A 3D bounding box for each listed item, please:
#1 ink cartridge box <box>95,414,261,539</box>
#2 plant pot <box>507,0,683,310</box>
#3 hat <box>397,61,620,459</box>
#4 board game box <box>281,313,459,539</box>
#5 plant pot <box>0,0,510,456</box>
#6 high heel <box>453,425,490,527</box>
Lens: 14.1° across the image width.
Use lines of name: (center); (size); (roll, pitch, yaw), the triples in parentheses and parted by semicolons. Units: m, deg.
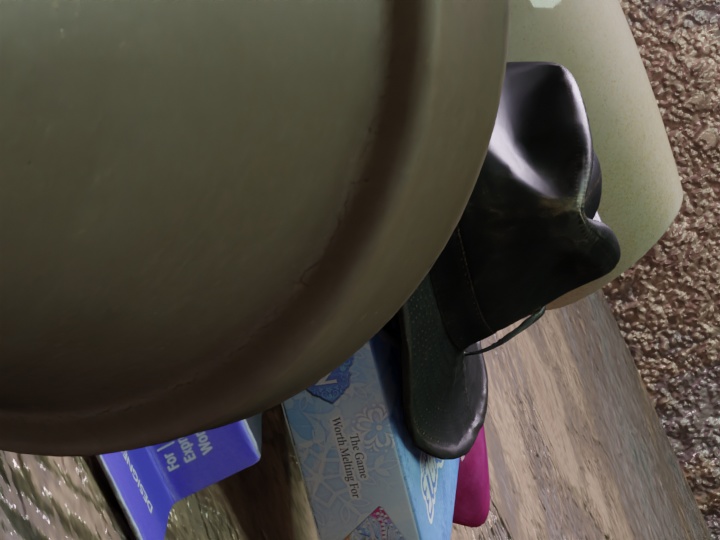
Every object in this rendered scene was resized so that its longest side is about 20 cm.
ink cartridge box: (-0.086, -0.031, 0.965); (0.200, 0.043, 0.199); (-92, 159, -65)
plant pot: (0.057, -0.085, 1.372); (0.200, 0.187, 0.187); (51, 13, -15)
hat: (0.055, -0.025, 1.093); (0.201, 0.081, 0.201); (-8, 90, -79)
board game box: (0.000, 0.000, 1.122); (0.200, 0.043, 0.200); (-80, 160, -59)
plant pot: (-0.090, -0.054, 0.586); (0.175, 0.200, 0.201); (-13, 81, -65)
high heel: (0.031, 0.029, 1.443); (0.096, 0.067, 0.200); (47, 25, -41)
